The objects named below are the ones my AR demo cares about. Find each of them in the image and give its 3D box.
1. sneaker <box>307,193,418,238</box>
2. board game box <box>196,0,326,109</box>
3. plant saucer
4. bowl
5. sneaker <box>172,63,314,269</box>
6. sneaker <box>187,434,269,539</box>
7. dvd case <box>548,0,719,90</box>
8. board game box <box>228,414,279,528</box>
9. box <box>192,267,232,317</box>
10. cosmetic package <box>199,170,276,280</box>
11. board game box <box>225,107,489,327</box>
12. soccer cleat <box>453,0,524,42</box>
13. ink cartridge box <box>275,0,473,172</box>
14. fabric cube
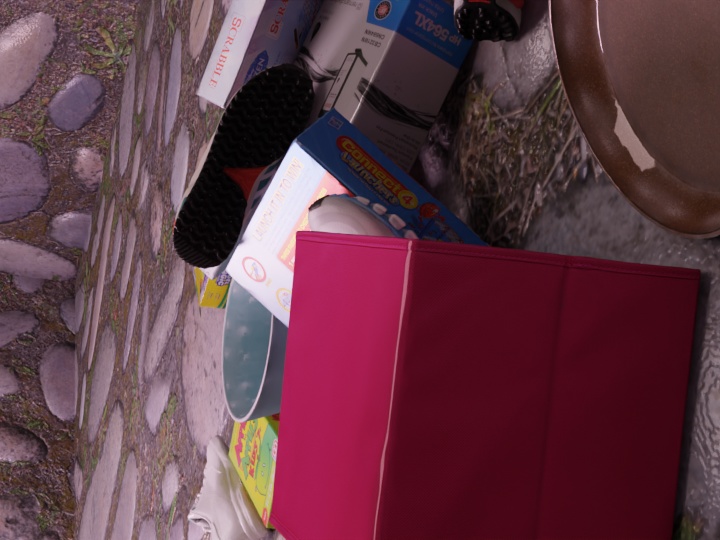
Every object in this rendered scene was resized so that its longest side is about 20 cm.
[{"bbox_3d":[0.020,0.035,0.783,0.087,0.200,0.075,-43,10,-37],"label":"sneaker"},{"bbox_3d":[-0.050,-0.238,1.035,0.041,0.199,0.201,28,100,30],"label":"board game box"},{"bbox_3d":[0.171,-0.116,0.594,0.200,0.032,0.201,159,90,-78],"label":"plant saucer"},{"bbox_3d":[-0.078,0.069,1.162,0.201,0.104,0.202,-172,90,-69],"label":"bowl"},{"bbox_3d":[-0.113,-0.096,0.950,0.201,0.070,0.093,-62,16,-5],"label":"sneaker"},{"bbox_3d":[-0.186,0.290,1.364,0.075,0.088,0.200,58,178,-29],"label":"sneaker"},{"bbox_3d":[0.163,-0.179,0.641,0.200,0.017,0.143,-153,43,-72],"label":"dvd case"},{"bbox_3d":[-0.107,0.217,1.266,0.200,0.047,0.102,-143,62,-66],"label":"board game box"},{"bbox_3d":[-0.218,-0.033,1.632,0.118,0.048,0.201,-109,36,-48],"label":"box"},{"bbox_3d":[-0.102,-0.096,1.192,0.200,0.052,0.151,-45,-3,-39],"label":"cosmetic package"},{"bbox_3d":[0.000,0.000,0.883,0.056,0.196,0.200,-44,-5,-39],"label":"board game box"},{"bbox_3d":[0.095,-0.237,0.787,0.200,0.068,0.074,45,-129,-78],"label":"soccer cleat"},{"bbox_3d":[0.000,-0.162,0.970,0.146,0.084,0.201,33,98,53],"label":"ink cartridge box"},{"bbox_3d":[0.069,0.084,0.660,0.196,0.199,0.201,-174,89,-68],"label":"fabric cube"}]
